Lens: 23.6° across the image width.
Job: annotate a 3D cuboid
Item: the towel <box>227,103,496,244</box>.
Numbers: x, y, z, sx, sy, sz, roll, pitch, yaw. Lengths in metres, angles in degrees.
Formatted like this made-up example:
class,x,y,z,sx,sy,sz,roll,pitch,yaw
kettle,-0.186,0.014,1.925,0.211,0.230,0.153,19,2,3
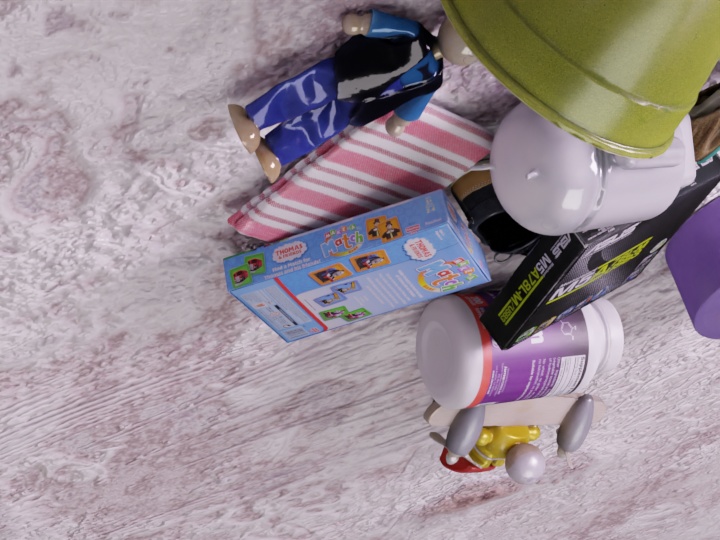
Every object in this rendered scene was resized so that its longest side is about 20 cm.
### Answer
class,x,y,z,sx,sy,sz,roll,pitch,yaw
towel,0.002,-0.078,1.439,0.199,0.030,0.146,-37,149,27

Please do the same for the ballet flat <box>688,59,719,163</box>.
class,x,y,z,sx,sy,sz,roll,pitch,yaw
ballet flat,0.326,-0.163,1.445,0.072,0.068,0.200,41,136,-13

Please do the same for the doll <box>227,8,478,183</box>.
class,x,y,z,sx,sy,sz,roll,pitch,yaw
doll,0.005,-0.138,1.295,0.198,0.049,0.137,-27,143,6

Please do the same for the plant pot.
class,x,y,z,sx,sy,sz,roll,pitch,yaw
plant pot,0.185,-0.213,1.140,0.199,0.201,0.193,7,133,-42

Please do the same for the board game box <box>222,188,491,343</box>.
class,x,y,z,sx,sy,sz,roll,pitch,yaw
board game box,0.000,0.000,1.496,0.198,0.037,0.151,-16,156,12

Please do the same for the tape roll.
class,x,y,z,sx,sy,sz,roll,pitch,yaw
tape roll,0.420,-0.015,1.772,0.198,0.086,0.201,-16,153,-8

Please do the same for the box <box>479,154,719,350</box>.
class,x,y,z,sx,sy,sz,roll,pitch,yaw
box,0.225,-0.023,1.607,0.199,0.048,0.193,-26,163,-33

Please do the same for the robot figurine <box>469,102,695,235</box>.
class,x,y,z,sx,sy,sz,roll,pitch,yaw
robot figurine,0.187,-0.091,1.420,0.198,0.114,0.169,-10,-179,-36

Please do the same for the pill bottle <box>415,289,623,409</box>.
class,x,y,z,sx,sy,sz,roll,pitch,yaw
pill bottle,0.162,0.074,1.736,0.198,0.113,0.113,-6,151,-27

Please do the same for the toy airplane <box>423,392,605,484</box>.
class,x,y,z,sx,sy,sz,roll,pitch,yaw
toy airplane,0.173,0.160,1.876,0.198,0.142,0.200,-19,153,1

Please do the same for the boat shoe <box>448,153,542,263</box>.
class,x,y,z,sx,sy,sz,roll,pitch,yaw
boat shoe,0.137,-0.043,1.555,0.074,0.063,0.200,-28,154,14
